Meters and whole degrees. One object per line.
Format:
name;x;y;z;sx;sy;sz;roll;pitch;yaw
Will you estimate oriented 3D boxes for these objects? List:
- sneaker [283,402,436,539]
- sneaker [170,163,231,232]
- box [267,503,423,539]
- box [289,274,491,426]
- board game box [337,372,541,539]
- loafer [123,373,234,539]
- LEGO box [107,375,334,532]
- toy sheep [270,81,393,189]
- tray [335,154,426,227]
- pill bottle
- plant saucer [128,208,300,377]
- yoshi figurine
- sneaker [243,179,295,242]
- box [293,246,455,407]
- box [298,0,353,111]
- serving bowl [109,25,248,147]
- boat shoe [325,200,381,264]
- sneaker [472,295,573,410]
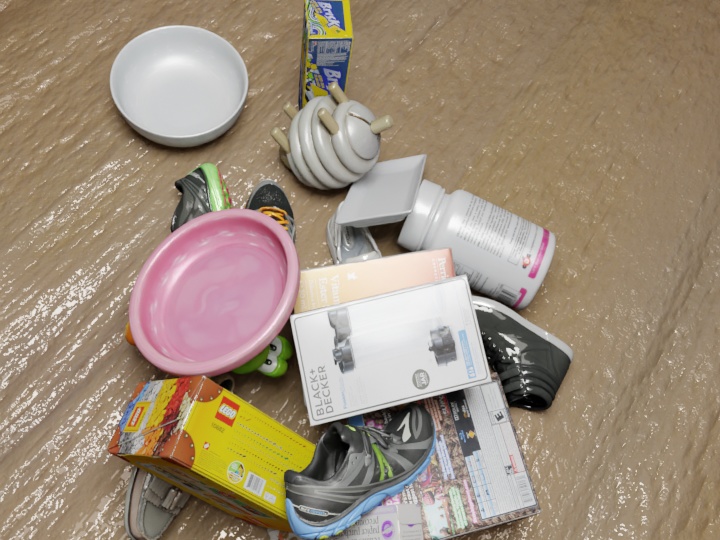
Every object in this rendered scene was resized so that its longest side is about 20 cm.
sneaker;0.005;0.183;0.658;0.197;0.070;0.085;-25;101;-38
sneaker;-0.209;-0.044;0.882;0.081;0.077;0.205;-15;63;3
box;-0.022;0.273;0.689;0.041;0.197;0.040;16;60;-43
box;0.030;0.087;0.707;0.193;0.060;0.121;-12;81;-2
board game box;0.084;0.229;0.772;0.193;0.097;0.164;-9;66;-13
loafer;-0.201;0.202;0.746;0.061;0.072;0.205;-2;55;29
LEGO box;-0.134;0.193;0.677;0.199;0.147;0.079;40;56;-30
toy sheep;-0.039;-0.181;0.918;0.136;0.196;0.143;8;79;-49
tray;0.034;-0.108;0.906;0.104;0.023;0.202;-7;28;15
pill bottle;0.156;-0.039;0.905;0.195;0.114;0.115;26;63;4
plant saucer;-0.154;0.027;0.721;0.194;0.051;0.206;-8;56;12
yoshi figurine;-0.176;0.069;0.772;0.194;0.116;0.112;16;27;12
sneaker;-0.118;-0.035;0.875;0.076;0.078;0.206;3;65;-16
box;0.020;0.067;0.796;0.193;0.106;0.158;-10;85;-2
box;-0.053;-0.282;0.939;0.062;0.201;0.072;-2;64;-10
serving bowl;-0.262;-0.260;0.972;0.193;0.066;0.206;3;64;-7
boat shoe;0.000;0.000;0.885;0.069;0.070;0.204;-16;68;-16
sneaker;0.181;0.110;0.859;0.196;0.071;0.101;27;58;0
